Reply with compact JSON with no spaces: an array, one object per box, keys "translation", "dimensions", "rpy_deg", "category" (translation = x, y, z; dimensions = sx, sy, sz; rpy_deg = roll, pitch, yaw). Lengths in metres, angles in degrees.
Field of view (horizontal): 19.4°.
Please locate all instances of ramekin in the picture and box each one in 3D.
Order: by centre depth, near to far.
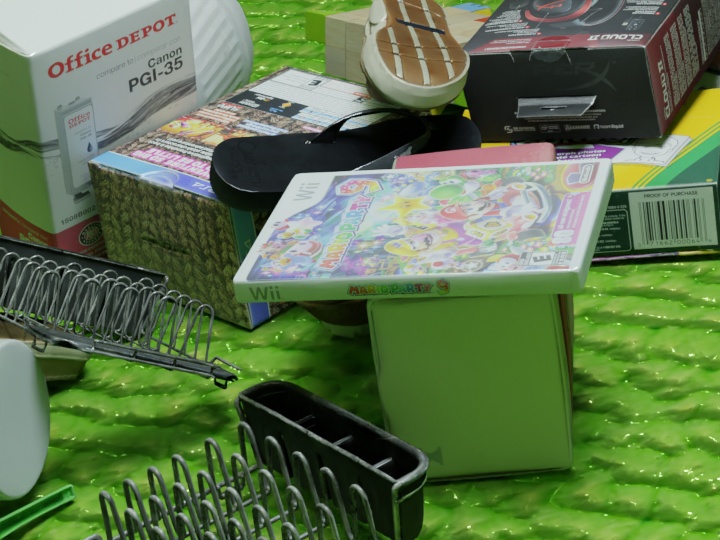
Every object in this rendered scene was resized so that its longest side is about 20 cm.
[{"translation":[-0.193,-0.163,1.688],"dimensions":[0.202,0.203,0.094],"rpy_deg":[1,41,20],"category":"ramekin"}]

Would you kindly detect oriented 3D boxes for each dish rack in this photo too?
[{"translation":[-0.076,0.143,1.156],"dimensions":[0.200,0.055,0.153],"rpy_deg":[-27,30,-30],"category":"dish rack"},{"translation":[-0.168,0.025,1.360],"dimensions":[0.153,0.055,0.200],"rpy_deg":[12,4,-31],"category":"dish rack"}]

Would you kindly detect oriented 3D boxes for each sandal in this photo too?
[{"translation":[-0.002,-0.077,1.421],"dimensions":[0.200,0.043,0.076],"rpy_deg":[-10,47,-25],"category":"sandal"}]

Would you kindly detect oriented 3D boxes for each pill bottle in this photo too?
[{"translation":[-0.298,0.092,1.281],"dimensions":[0.199,0.115,0.114],"rpy_deg":[-2,27,19],"category":"pill bottle"}]

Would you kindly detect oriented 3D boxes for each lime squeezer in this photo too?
[{"translation":[-0.222,0.157,1.189],"dimensions":[0.071,0.038,0.200],"rpy_deg":[-34,3,12],"category":"lime squeezer"}]

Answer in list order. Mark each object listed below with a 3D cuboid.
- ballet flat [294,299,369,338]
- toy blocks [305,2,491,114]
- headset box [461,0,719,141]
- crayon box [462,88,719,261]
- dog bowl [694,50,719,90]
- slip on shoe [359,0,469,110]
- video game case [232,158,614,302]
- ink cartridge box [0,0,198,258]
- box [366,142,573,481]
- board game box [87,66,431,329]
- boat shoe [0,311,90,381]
[{"translation":[0.000,0.000,1.418],"dimensions":[0.068,0.073,0.200],"rpy_deg":[13,30,9],"category":"ballet flat"},{"translation":[0.070,-0.188,1.773],"dimensions":[0.136,0.100,0.200],"rpy_deg":[-17,25,-42],"category":"toy blocks"},{"translation":[0.170,-0.162,1.542],"dimensions":[0.148,0.075,0.200],"rpy_deg":[0,30,28],"category":"headset box"},{"translation":[0.162,-0.068,1.517],"dimensions":[0.199,0.058,0.173],"rpy_deg":[-3,27,13],"category":"crayon box"},{"translation":[0.338,-0.172,1.652],"dimensions":[0.199,0.074,0.200],"rpy_deg":[-8,26,4],"category":"dog bowl"},{"translation":[0.030,-0.143,1.487],"dimensions":[0.076,0.061,0.200],"rpy_deg":[15,23,-11],"category":"slip on shoe"},{"translation":[0.040,-0.024,1.224],"dimensions":[0.199,0.018,0.143],"rpy_deg":[-2,28,16],"category":"video game case"},{"translation":[-0.199,-0.115,1.554],"dimensions":[0.146,0.200,0.083],"rpy_deg":[-29,45,-31],"category":"ink cartridge box"},{"translation":[0.072,0.022,1.287],"dimensions":[0.109,0.128,0.200],"rpy_deg":[-5,27,8],"category":"box"},{"translation":[-0.066,-0.059,1.530],"dimensions":[0.200,0.097,0.159],"rpy_deg":[-29,32,-35],"category":"board game box"},{"translation":[-0.280,0.065,1.399],"dimensions":[0.200,0.063,0.073],"rpy_deg":[0,14,-19],"category":"boat shoe"}]
